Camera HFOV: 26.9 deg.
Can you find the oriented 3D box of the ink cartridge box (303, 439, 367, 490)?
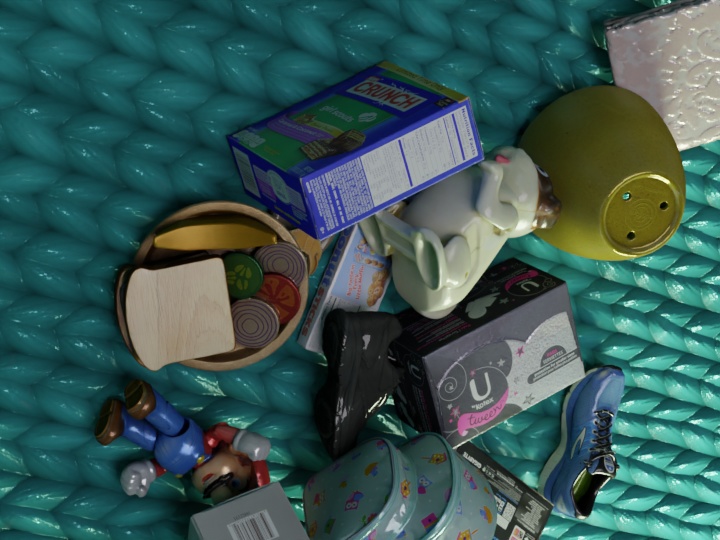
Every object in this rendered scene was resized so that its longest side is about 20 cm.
[{"bbox_3d":[0.021,0.302,1.760,0.099,0.039,0.200,-39,120,-12],"label":"ink cartridge box"}]

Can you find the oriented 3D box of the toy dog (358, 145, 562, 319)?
[{"bbox_3d":[0.124,-0.052,1.621,0.200,0.139,0.194,-36,125,-21],"label":"toy dog"}]

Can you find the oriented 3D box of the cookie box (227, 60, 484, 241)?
[{"bbox_3d":[-0.006,-0.126,1.527,0.200,0.171,0.075,-27,121,-20],"label":"cookie box"}]

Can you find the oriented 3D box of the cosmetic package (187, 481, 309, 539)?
[{"bbox_3d":[-0.124,0.317,1.600,0.106,0.090,0.200,-20,154,-24],"label":"cosmetic package"}]

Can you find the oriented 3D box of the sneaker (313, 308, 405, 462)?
[{"bbox_3d":[0.002,0.130,1.649,0.090,0.076,0.201,-5,126,-21],"label":"sneaker"}]

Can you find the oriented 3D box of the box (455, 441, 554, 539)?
[{"bbox_3d":[0.124,0.323,1.782,0.200,0.050,0.199,39,71,-38],"label":"box"}]

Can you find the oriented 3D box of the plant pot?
[{"bbox_3d":[0.285,-0.091,1.692,0.199,0.142,0.201,-7,116,-14],"label":"plant pot"}]

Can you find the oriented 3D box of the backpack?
[{"bbox_3d":[0.040,0.267,1.612,0.200,0.176,0.153,-31,119,13],"label":"backpack"}]

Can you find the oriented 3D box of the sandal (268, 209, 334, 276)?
[{"bbox_3d":[-0.080,-0.012,1.590,0.080,0.054,0.200,42,84,-32],"label":"sandal"}]

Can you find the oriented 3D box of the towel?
[{"bbox_3d":[0.390,-0.228,1.735,0.199,0.032,0.191,-14,125,9],"label":"towel"}]

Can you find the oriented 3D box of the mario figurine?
[{"bbox_3d":[-0.175,0.199,1.570,0.200,0.123,0.106,35,66,-28],"label":"mario figurine"}]

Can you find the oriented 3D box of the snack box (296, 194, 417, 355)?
[{"bbox_3d":[0.000,0.000,1.657,0.072,0.024,0.201,19,96,-33],"label":"snack box"}]

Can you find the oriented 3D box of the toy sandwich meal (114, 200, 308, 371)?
[{"bbox_3d":[-0.149,0.024,1.528,0.204,0.070,0.206,-3,110,-8],"label":"toy sandwich meal"}]

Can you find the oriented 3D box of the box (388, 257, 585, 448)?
[{"bbox_3d":[0.138,0.094,1.712,0.199,0.115,0.133,-25,116,-20],"label":"box"}]

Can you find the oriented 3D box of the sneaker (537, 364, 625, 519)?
[{"bbox_3d":[0.290,0.214,1.851,0.078,0.089,0.201,9,101,-32],"label":"sneaker"}]
